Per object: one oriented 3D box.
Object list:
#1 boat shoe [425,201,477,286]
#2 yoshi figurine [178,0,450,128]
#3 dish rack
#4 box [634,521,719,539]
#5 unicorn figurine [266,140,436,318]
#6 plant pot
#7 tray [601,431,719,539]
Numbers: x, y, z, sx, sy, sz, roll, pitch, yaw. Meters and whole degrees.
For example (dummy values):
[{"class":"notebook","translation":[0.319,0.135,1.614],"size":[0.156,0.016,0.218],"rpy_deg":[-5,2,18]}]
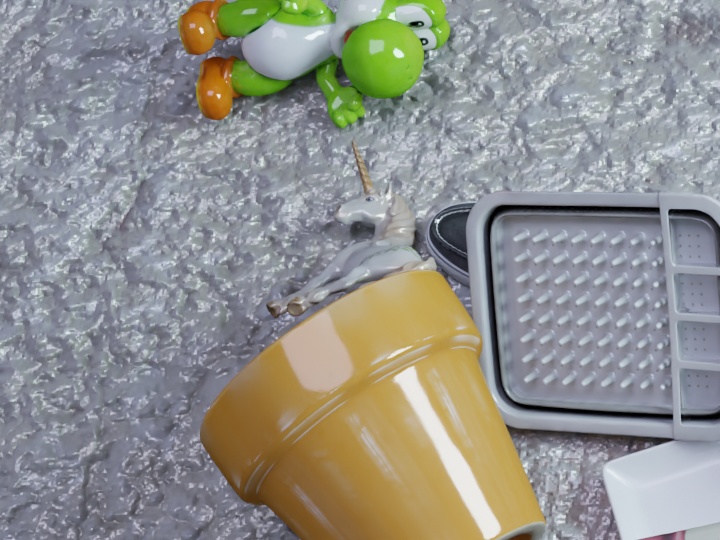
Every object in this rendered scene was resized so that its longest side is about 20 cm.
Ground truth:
[{"class":"boat shoe","translation":[0.131,-0.012,1.872],"size":[0.200,0.066,0.070],"rpy_deg":[22,72,27]},{"class":"yoshi figurine","translation":[-0.033,-0.165,1.996],"size":[0.200,0.112,0.112],"rpy_deg":[-8,76,12]},{"class":"dish rack","translation":[0.173,0.025,1.802],"size":[0.200,0.044,0.172],"rpy_deg":[2,106,27]},{"class":"box","translation":[0.160,0.249,1.683],"size":[0.200,0.128,0.109],"rpy_deg":[-13,58,11]},{"class":"unicorn figurine","translation":[0.000,0.000,1.892],"size":[0.137,0.074,0.200],"rpy_deg":[-36,30,-12]},{"class":"plant pot","translation":[0.024,0.131,1.770],"size":[0.200,0.200,0.183],"rpy_deg":[-35,73,-2]},{"class":"tray","translation":[0.269,0.148,1.764],"size":[0.200,0.022,0.107],"rpy_deg":[-19,59,8]}]
